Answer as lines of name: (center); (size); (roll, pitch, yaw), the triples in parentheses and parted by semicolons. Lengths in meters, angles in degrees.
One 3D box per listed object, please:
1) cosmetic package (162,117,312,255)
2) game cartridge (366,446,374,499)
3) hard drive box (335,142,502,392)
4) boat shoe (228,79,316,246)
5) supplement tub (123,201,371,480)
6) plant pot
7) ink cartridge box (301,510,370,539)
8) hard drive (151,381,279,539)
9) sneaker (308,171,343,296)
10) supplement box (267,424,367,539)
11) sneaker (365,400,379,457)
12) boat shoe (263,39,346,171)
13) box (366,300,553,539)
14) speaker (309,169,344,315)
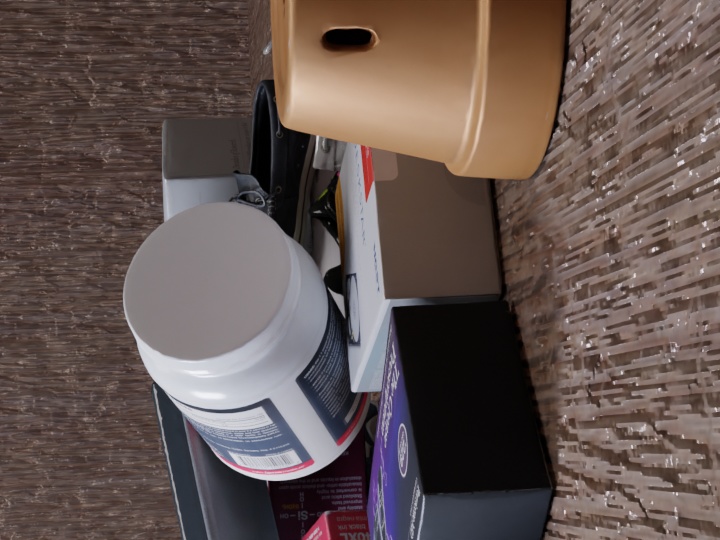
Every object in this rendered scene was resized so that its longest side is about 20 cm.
cosmetic package: (-0.082, -0.040, 1.512); (0.167, 0.198, 0.169); (-109, 17, -66)
game cartridge: (0.025, 0.264, 1.388); (0.201, 0.041, 0.134); (-102, 8, -54)
hard drive box: (0.034, -0.022, 1.093); (0.200, 0.076, 0.158); (107, 159, -68)
boat shoe: (-0.077, -0.062, 1.341); (0.074, 0.062, 0.202); (19, 98, 63)
supplement tub: (-0.079, 0.054, 1.181); (0.200, 0.139, 0.142); (63, -163, -57)
plant pot: (0.023, -0.150, 0.901); (0.200, 0.138, 0.203); (179, 90, -84)
ink cartridge box: (0.001, 0.300, 1.222); (0.145, 0.083, 0.202); (125, 141, -52)
hard drive: (-0.109, 0.184, 1.307); (0.139, 0.033, 0.202); (11, -115, -72)
sneaker: (0.002, -0.068, 1.283); (0.074, 0.086, 0.202); (144, 124, -81)
supplement box: (-0.040, 0.219, 1.425); (0.110, 0.085, 0.202); (159, 109, -82)
sneaker: (-0.042, 0.222, 1.529); (0.079, 0.128, 0.202); (163, 105, -83)
boat shoe: (-0.031, -0.172, 1.196); (0.075, 0.085, 0.204); (-81, -15, -79)
box: (0.054, 0.139, 0.982); (0.201, 0.078, 0.142); (95, 167, -44)
speaker: (0.000, 0.000, 1.350); (0.081, 0.080, 0.202); (121, 146, -76)
